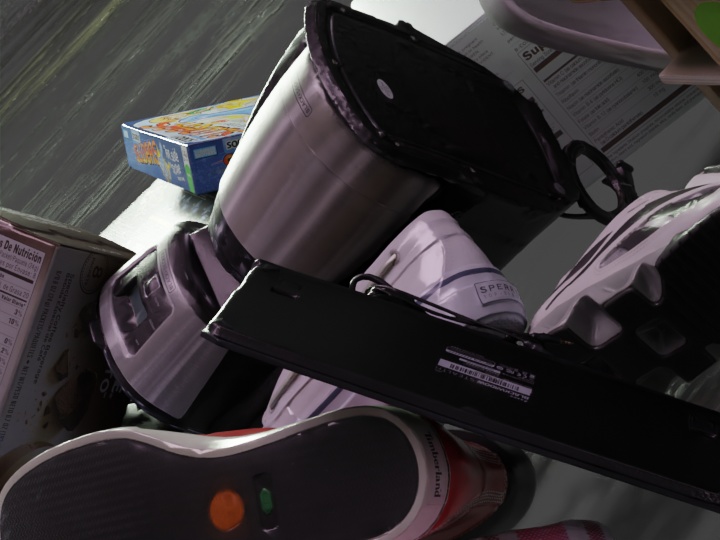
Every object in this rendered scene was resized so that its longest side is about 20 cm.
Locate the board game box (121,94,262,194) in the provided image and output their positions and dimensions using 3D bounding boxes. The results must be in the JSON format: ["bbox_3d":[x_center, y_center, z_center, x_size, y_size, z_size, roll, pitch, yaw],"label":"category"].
[{"bbox_3d":[-0.078,-0.091,1.300,0.135,0.035,0.200,-14,13,-18],"label":"board game box"}]

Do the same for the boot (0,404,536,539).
[{"bbox_3d":[-0.035,0.099,0.767,0.199,0.073,0.144,-10,-12,23],"label":"boot"}]

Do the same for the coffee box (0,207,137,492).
[{"bbox_3d":[-0.183,0.073,0.957,0.080,0.113,0.201,21,92,26],"label":"coffee box"}]

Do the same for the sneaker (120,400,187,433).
[{"bbox_3d":[-0.145,0.081,1.031,0.200,0.112,0.073,-37,-9,19],"label":"sneaker"}]

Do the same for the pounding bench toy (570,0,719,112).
[{"bbox_3d":[0.198,-0.121,0.720,0.124,0.156,0.200,-54,25,-15],"label":"pounding bench toy"}]

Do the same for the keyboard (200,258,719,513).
[{"bbox_3d":[0.043,0.050,0.698,0.104,0.199,0.040,-54,-17,-67],"label":"keyboard"}]

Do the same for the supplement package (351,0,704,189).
[{"bbox_3d":[0.088,-0.127,1.034,0.156,0.111,0.200,-38,20,14],"label":"supplement package"}]

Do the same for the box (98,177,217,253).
[{"bbox_3d":[-0.142,-0.006,1.325,0.161,0.049,0.200,-47,20,-9],"label":"box"}]

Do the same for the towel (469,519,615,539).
[{"bbox_3d":[0.000,0.132,0.641,0.199,0.030,0.146,-16,9,2],"label":"towel"}]

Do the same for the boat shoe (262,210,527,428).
[{"bbox_3d":[-0.002,0.054,0.835,0.200,0.073,0.067,-46,56,30],"label":"boat shoe"}]

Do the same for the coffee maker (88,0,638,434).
[{"bbox_3d":[0.000,0.000,0.902,0.200,0.192,0.135,-49,19,30],"label":"coffee maker"}]

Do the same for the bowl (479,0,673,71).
[{"bbox_3d":[0.141,-0.183,0.880,0.075,0.199,0.201,146,130,-71],"label":"bowl"}]

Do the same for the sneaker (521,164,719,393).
[{"bbox_3d":[0.143,-0.012,0.744,0.200,0.074,0.089,-28,26,36],"label":"sneaker"}]
